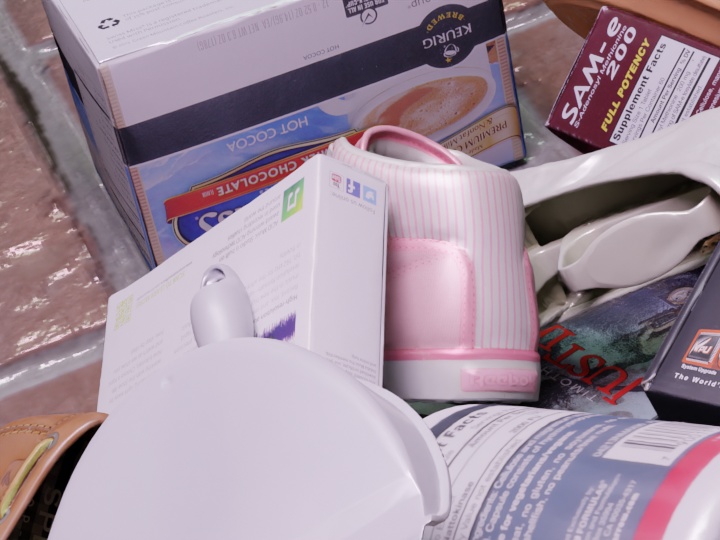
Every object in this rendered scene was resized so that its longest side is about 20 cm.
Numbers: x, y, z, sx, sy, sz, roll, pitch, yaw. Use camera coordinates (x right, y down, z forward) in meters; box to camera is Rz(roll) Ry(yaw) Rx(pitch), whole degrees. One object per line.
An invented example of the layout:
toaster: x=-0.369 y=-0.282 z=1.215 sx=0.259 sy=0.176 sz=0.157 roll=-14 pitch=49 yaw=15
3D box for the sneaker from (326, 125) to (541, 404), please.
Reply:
sneaker: x=0.000 y=0.000 z=0.824 sx=0.075 sy=0.105 sz=0.200 roll=-1 pitch=-2 yaw=-32

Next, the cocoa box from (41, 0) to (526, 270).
cocoa box: x=-0.039 y=-0.103 z=1.048 sx=0.200 sy=0.131 sz=0.133 roll=-20 pitch=35 yaw=-11

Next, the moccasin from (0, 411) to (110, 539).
moccasin: x=-0.112 y=0.145 z=0.704 sx=0.078 sy=0.074 sz=0.202 roll=-21 pitch=47 yaw=58

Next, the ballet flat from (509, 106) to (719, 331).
ballet flat: x=0.079 y=-0.008 z=0.831 sx=0.200 sy=0.069 sz=0.069 roll=-23 pitch=24 yaw=37

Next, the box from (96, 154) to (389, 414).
box: x=-0.047 y=0.077 z=0.739 sx=0.144 sy=0.036 sz=0.200 roll=-31 pitch=46 yaw=46

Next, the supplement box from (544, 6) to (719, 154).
supplement box: x=0.187 y=-0.035 z=0.867 sx=0.200 sy=0.109 sz=0.061 roll=28 pitch=92 yaw=35

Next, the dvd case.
dvd case: x=0.086 y=0.035 z=0.905 sx=0.200 sy=0.022 sz=0.146 roll=-31 pitch=38 yaw=-24

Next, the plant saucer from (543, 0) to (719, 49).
plant saucer: x=0.162 y=-0.099 z=0.956 sx=0.200 sy=0.200 sz=0.032 roll=27 pitch=90 yaw=44

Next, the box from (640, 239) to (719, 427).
box: x=0.216 y=0.007 z=0.700 sx=0.200 sy=0.049 sz=0.161 roll=13 pitch=59 yaw=40

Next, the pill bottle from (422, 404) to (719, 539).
pill bottle: x=0.062 y=0.106 z=0.710 sx=0.200 sy=0.120 sz=0.120 roll=2 pitch=34 yaw=45

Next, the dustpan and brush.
dustpan and brush: x=-0.042 y=0.053 z=0.657 sx=0.139 sy=0.057 sz=0.200 roll=-32 pitch=42 yaw=13
